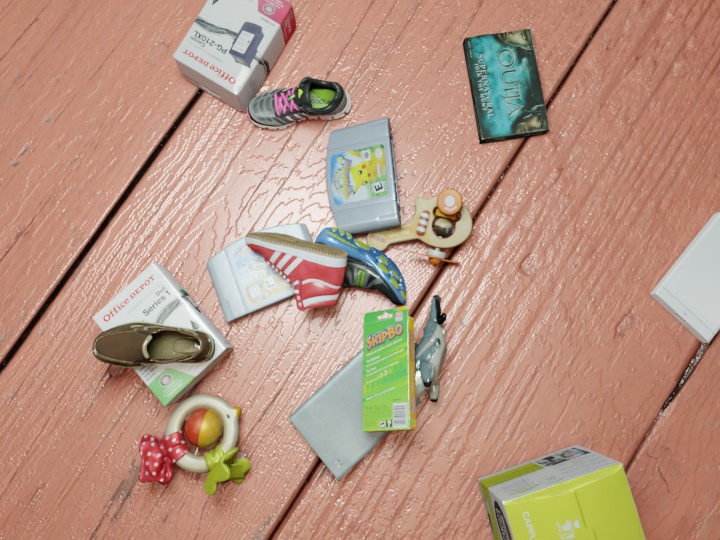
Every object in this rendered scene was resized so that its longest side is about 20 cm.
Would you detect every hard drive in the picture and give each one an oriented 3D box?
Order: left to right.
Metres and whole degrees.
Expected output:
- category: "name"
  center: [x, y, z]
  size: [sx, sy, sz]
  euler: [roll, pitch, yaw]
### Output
- category: "hard drive"
  center: [-0.009, 0.245, 1.120]
  size: [0.199, 0.033, 0.140]
  euler: [-41, 85, -6]
- category: "hard drive"
  center: [0.646, 0.012, 1.164]
  size: [0.132, 0.027, 0.201]
  euler: [42, 83, 4]

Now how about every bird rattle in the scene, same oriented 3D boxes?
- category: "bird rattle"
  center: [-0.283, 0.299, 1.097]
  size: [0.195, 0.113, 0.166]
  euler: [10, 71, 13]

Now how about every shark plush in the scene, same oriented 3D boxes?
- category: "shark plush"
  center: [0.106, 0.132, 1.104]
  size: [0.082, 0.091, 0.204]
  euler: [9, 76, 22]

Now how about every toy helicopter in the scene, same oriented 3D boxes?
- category: "toy helicopter"
  center: [0.108, -0.065, 1.154]
  size: [0.195, 0.079, 0.135]
  euler: [-13, 92, 8]

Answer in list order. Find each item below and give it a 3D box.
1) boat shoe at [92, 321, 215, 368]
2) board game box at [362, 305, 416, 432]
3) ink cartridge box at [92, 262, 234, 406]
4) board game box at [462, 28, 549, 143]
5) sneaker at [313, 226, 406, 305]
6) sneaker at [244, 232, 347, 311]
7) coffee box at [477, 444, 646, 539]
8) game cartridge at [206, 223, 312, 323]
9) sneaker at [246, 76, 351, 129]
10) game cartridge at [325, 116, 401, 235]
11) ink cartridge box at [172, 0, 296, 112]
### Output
- category: "boat shoe"
  center: [-0.340, 0.117, 1.024]
  size: [0.197, 0.075, 0.077]
  euler: [-3, 83, -1]
- category: "board game box"
  center: [0.047, 0.167, 1.071]
  size: [0.094, 0.030, 0.205]
  euler: [-12, 71, 33]
- category: "ink cartridge box"
  center: [-0.343, 0.110, 1.106]
  size: [0.146, 0.084, 0.200]
  euler: [-42, 86, -6]
- category: "board game box"
  center: [0.276, -0.351, 1.204]
  size: [0.132, 0.028, 0.205]
  euler: [-8, 83, -1]
- category: "sneaker"
  center: [0.000, 0.000, 1.138]
  size: [0.197, 0.071, 0.083]
  euler: [32, 120, -10]
- category: "sneaker"
  center: [-0.119, 0.003, 1.096]
  size: [0.196, 0.071, 0.115]
  euler: [16, 109, 22]
- category: "coffee box"
  center: [0.324, 0.422, 1.020]
  size: [0.196, 0.198, 0.204]
  euler: [-16, 83, -3]
- category: "game cartridge"
  center: [-0.173, -0.004, 1.149]
  size: [0.196, 0.042, 0.136]
  euler: [-22, 88, -4]
- category: "sneaker"
  center: [-0.114, -0.312, 1.162]
  size: [0.195, 0.087, 0.076]
  euler: [-6, 83, -1]
- category: "game cartridge"
  center: [0.001, -0.169, 1.151]
  size: [0.131, 0.040, 0.205]
  euler: [-11, 77, 21]
- category: "ink cartridge box"
  center: [-0.231, -0.424, 1.176]
  size: [0.143, 0.084, 0.203]
  euler: [29, 83, 3]
